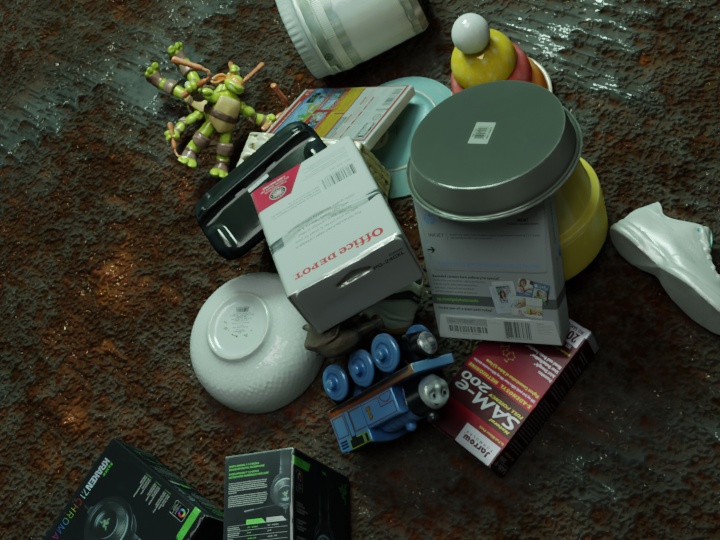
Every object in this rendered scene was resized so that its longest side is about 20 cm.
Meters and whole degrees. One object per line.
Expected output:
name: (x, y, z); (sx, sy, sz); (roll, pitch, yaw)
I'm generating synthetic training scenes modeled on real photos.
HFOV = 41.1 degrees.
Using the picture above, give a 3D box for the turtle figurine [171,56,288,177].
turtle figurine: (-0.217, -0.230, 1.439); (0.064, 0.199, 0.162); (37, 106, 53)

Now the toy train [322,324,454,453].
toy train: (0.034, 0.143, 1.152); (0.200, 0.086, 0.115); (-35, 72, 46)

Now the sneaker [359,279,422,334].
sneaker: (0.000, 0.000, 1.278); (0.199, 0.076, 0.088); (32, 108, 21)

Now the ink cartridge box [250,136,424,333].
ink cartridge box: (-0.030, -0.044, 1.129); (0.145, 0.084, 0.201); (-29, 45, 5)

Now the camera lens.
camera lens: (-0.007, -0.393, 1.417); (0.199, 0.160, 0.161); (-25, 60, 11)

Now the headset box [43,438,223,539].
headset box: (-0.281, 0.349, 1.233); (0.199, 0.093, 0.175); (30, 82, 30)

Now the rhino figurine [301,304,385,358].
rhino figurine: (-0.031, 0.072, 1.194); (0.087, 0.200, 0.060); (-34, 92, -11)

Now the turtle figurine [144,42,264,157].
turtle figurine: (-0.254, -0.288, 1.529); (0.161, 0.064, 0.200); (45, 96, 14)

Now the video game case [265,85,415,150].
video game case: (-0.036, -0.219, 1.383); (0.199, 0.018, 0.143); (6, 45, 36)

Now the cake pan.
cake pan: (0.140, -0.138, 1.049); (0.199, 0.037, 0.201); (-13, 46, 14)

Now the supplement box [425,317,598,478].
supplement box: (0.183, 0.135, 1.160); (0.109, 0.061, 0.200); (34, 84, 32)

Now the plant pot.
plant pot: (0.187, -0.108, 1.163); (0.199, 0.189, 0.202); (-13, 45, 13)

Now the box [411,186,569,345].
box: (0.151, -0.012, 1.100); (0.155, 0.201, 0.041); (1, 31, 27)

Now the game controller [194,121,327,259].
game controller: (-0.125, -0.105, 1.256); (0.200, 0.042, 0.105); (-40, 73, 5)

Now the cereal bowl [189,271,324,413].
cereal bowl: (-0.150, 0.090, 1.308); (0.199, 0.083, 0.201); (-9, 65, 20)

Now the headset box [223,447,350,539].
headset box: (-0.082, 0.316, 1.126); (0.092, 0.174, 0.201); (-12, 62, 18)

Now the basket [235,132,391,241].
basket: (-0.068, -0.106, 1.324); (0.199, 0.136, 0.124); (10, 75, 26)

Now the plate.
plate: (0.053, -0.198, 1.385); (0.199, 0.026, 0.202); (-8, 65, 19)

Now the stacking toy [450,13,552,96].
stacking toy: (0.168, -0.269, 1.263); (0.145, 0.200, 0.147); (-8, 65, 17)

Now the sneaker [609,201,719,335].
sneaker: (0.392, -0.012, 1.136); (0.088, 0.075, 0.200); (-34, 57, -8)
